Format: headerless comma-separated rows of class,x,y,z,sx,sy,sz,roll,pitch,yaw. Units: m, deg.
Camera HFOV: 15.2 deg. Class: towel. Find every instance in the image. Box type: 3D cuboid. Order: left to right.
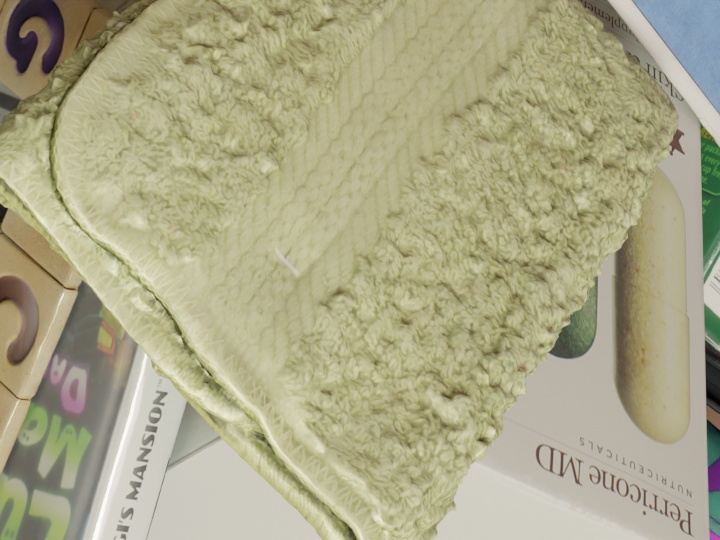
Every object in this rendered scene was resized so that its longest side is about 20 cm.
towel,0.003,-0.031,0.688,0.148,0.036,0.200,47,46,-10

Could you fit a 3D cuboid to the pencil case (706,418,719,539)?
pencil case,0.103,0.085,0.902,0.085,0.200,0.092,-56,151,-4

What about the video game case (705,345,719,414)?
video game case,0.168,0.054,0.925,0.142,0.200,0.019,17,101,-37

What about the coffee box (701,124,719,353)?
coffee box,0.124,-0.083,0.916,0.044,0.123,0.201,36,82,-48

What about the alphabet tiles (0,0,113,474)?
alphabet tiles,-0.140,-0.005,0.763,0.008,0.167,0.201,8,112,-48

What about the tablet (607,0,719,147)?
tablet,0.120,-0.115,0.794,0.130,0.014,0.200,-56,138,-8

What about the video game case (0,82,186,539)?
video game case,-0.116,0.033,0.768,0.023,0.200,0.183,12,97,-39

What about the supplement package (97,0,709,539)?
supplement package,0.000,0.000,0.803,0.151,0.150,0.201,25,53,-31
